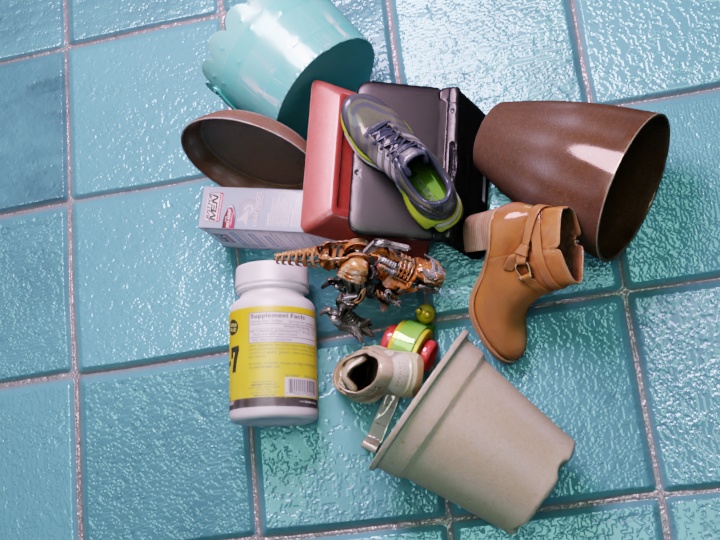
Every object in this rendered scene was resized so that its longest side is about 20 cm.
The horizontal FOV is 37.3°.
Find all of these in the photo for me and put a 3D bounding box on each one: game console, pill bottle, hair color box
[{"bbox_3d":[0.080,-0.125,1.355,0.116,0.176,0.200,-3,76,28],"label":"game console"},{"bbox_3d":[-0.112,0.095,1.366,0.114,0.114,0.200,-5,75,13],"label":"pill bottle"},{"bbox_3d":[-0.101,-0.066,1.411,0.200,0.099,0.061,3,76,14],"label":"hair color box"}]

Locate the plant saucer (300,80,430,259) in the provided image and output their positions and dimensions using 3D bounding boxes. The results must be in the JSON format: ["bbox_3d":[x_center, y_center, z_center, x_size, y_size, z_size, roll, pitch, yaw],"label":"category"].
[{"bbox_3d":[0.022,-0.127,1.356,0.037,0.200,0.200,-13,69,53],"label":"plant saucer"}]

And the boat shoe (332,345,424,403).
[{"bbox_3d":[0.005,0.124,1.295,0.065,0.200,0.072,10,81,-24],"label":"boat shoe"}]

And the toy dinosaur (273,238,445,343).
[{"bbox_3d":[0.000,0.000,1.327,0.200,0.136,0.102,27,50,10],"label":"toy dinosaur"}]

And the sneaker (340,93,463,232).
[{"bbox_3d":[0.051,-0.138,1.261,0.074,0.081,0.200,-41,80,-9],"label":"sneaker"}]

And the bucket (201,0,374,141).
[{"bbox_3d":[-0.089,-0.271,1.410,0.207,0.207,0.135,-46,71,0],"label":"bucket"}]

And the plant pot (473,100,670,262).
[{"bbox_3d":[0.246,-0.132,1.312,0.200,0.187,0.187,24,83,28],"label":"plant pot"}]

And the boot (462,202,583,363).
[{"bbox_3d":[0.203,0.018,1.271,0.155,0.074,0.200,-4,105,49],"label":"boot"}]

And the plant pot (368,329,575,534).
[{"bbox_3d":[0.141,0.202,1.250,0.183,0.200,0.201,34,86,8],"label":"plant pot"}]

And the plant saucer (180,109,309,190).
[{"bbox_3d":[-0.136,-0.150,1.394,0.200,0.200,0.035,12,65,16],"label":"plant saucer"}]

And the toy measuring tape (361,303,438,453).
[{"bbox_3d":[0.045,0.132,1.341,0.074,0.074,0.200,23,82,18],"label":"toy measuring tape"}]
